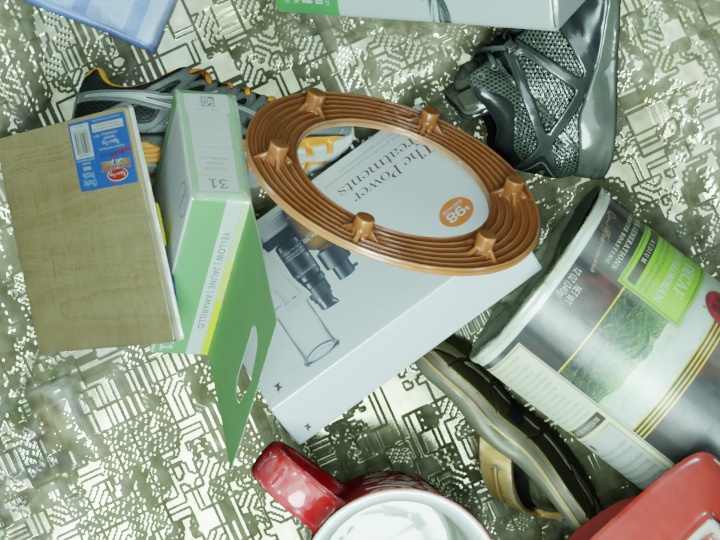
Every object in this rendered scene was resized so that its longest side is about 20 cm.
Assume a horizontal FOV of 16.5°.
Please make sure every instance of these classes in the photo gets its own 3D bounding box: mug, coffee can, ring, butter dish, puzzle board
[{"bbox_3d":[0.016,0.177,1.638,0.133,0.200,0.179,-20,93,0],"label":"mug"},{"bbox_3d":[0.194,0.062,1.665,0.200,0.146,0.147,37,91,-3],"label":"coffee can"},{"bbox_3d":[0.023,-0.062,1.584,0.199,0.201,0.019,18,121,-3],"label":"ring"},{"bbox_3d":[0.174,0.238,1.623,0.200,0.148,0.200,-39,112,-19],"label":"butter dish"},{"bbox_3d":[-0.178,-0.024,1.636,0.017,0.199,0.152,-13,93,-33],"label":"puzzle board"}]

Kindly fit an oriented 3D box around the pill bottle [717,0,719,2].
[{"bbox_3d":[0.289,-0.224,1.671,0.198,0.111,0.112,16,92,-2],"label":"pill bottle"}]

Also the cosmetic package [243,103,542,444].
[{"bbox_3d":[0.000,0.000,1.658,0.199,0.052,0.151,-36,49,0],"label":"cosmetic package"}]

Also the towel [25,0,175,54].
[{"bbox_3d":[-0.170,-0.267,1.698,0.146,0.024,0.201,21,94,-5],"label":"towel"}]

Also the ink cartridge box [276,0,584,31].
[{"bbox_3d":[0.059,-0.223,1.605,0.199,0.147,0.084,7,119,25],"label":"ink cartridge box"}]

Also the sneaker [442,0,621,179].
[{"bbox_3d":[0.117,-0.163,1.686,0.113,0.076,0.201,1,98,-8],"label":"sneaker"}]

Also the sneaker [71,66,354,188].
[{"bbox_3d":[-0.102,-0.101,1.686,0.198,0.078,0.078,0,73,-9],"label":"sneaker"}]

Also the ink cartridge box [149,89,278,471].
[{"bbox_3d":[-0.100,0.005,1.580,0.048,0.201,0.146,4,135,-15],"label":"ink cartridge box"}]

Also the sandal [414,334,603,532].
[{"bbox_3d":[0.100,0.126,1.704,0.200,0.080,0.054,46,106,-2],"label":"sandal"}]
